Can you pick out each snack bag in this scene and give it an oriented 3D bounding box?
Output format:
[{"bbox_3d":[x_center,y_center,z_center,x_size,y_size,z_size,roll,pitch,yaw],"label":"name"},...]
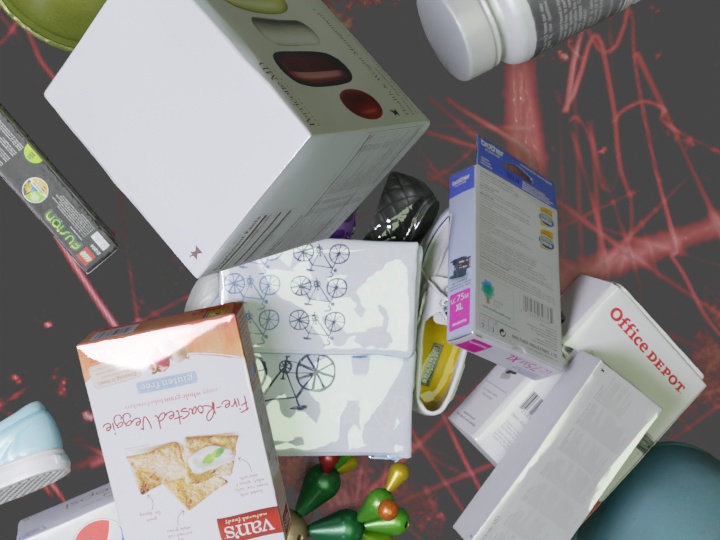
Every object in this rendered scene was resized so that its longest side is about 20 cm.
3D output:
[{"bbox_3d":[-0.037,0.071,1.011,0.187,0.021,0.201,3,93,-17],"label":"snack bag"}]

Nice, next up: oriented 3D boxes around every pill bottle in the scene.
[{"bbox_3d":[0.159,-0.257,1.043,0.199,0.113,0.114,-29,102,-10],"label":"pill bottle"}]

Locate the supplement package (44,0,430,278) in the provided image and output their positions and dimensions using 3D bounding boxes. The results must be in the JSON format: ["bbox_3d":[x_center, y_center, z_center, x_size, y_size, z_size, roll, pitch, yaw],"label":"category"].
[{"bbox_3d":[-0.089,-0.126,0.891,0.191,0.200,0.147,48,117,11],"label":"supplement package"}]

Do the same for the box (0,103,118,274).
[{"bbox_3d":[-0.279,-0.089,0.953,0.035,0.110,0.200,-40,103,-6],"label":"box"}]

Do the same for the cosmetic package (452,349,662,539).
[{"bbox_3d":[0.177,0.178,1.042,0.082,0.051,0.200,37,88,-19],"label":"cosmetic package"}]

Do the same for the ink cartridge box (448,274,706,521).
[{"bbox_3d":[0.208,0.126,1.112,0.200,0.083,0.147,-46,105,-5],"label":"ink cartridge box"}]

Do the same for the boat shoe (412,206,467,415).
[{"bbox_3d":[0.084,0.038,1.070,0.074,0.086,0.203,17,92,-15],"label":"boat shoe"}]

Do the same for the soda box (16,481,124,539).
[{"bbox_3d":[-0.201,0.223,1.031,0.199,0.064,0.068,-22,101,-10],"label":"soda box"}]

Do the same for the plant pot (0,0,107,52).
[{"bbox_3d":[-0.209,-0.278,0.907,0.199,0.193,0.202,-2,96,-13],"label":"plant pot"}]

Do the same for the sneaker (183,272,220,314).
[{"bbox_3d":[-0.153,0.098,1.027,0.072,0.072,0.201,30,91,-18],"label":"sneaker"}]

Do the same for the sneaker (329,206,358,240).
[{"bbox_3d":[-0.027,-0.065,1.049,0.200,0.081,0.083,-47,119,5],"label":"sneaker"}]

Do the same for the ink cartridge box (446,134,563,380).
[{"bbox_3d":[0.132,-0.012,1.052,0.119,0.042,0.201,24,58,-35],"label":"ink cartridge box"}]

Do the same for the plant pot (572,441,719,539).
[{"bbox_3d":[0.333,0.287,1.108,0.199,0.188,0.201,-2,97,-14],"label":"plant pot"}]

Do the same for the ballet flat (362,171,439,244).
[{"bbox_3d":[0.000,0.000,1.070,0.057,0.066,0.200,34,85,22],"label":"ballet flat"}]

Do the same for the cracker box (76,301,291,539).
[{"bbox_3d":[-0.143,0.138,0.958,0.133,0.058,0.201,-12,100,3],"label":"cracker box"}]

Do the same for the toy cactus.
[{"bbox_3d":[-0.034,0.248,1.069,0.164,0.102,0.201,-3,105,-4],"label":"toy cactus"}]

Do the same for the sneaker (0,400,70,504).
[{"bbox_3d":[-0.352,0.170,0.994,0.199,0.074,0.082,-18,70,-7],"label":"sneaker"}]
